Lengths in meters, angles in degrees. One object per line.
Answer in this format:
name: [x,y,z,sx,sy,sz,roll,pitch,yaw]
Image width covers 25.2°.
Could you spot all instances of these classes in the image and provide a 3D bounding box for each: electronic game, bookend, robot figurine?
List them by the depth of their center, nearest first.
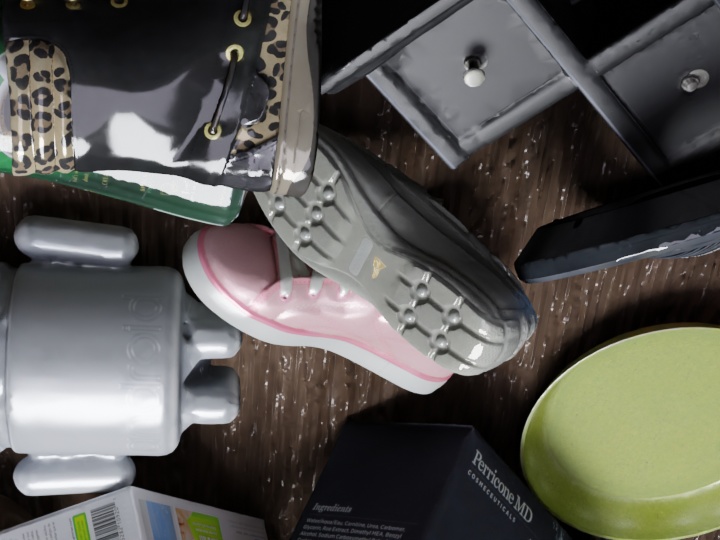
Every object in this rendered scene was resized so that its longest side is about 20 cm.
bookend: [0.111,-0.112,0.851,0.200,0.092,0.199,-31,125,22]
electronic game: [0.180,-0.028,0.877,0.199,0.200,0.042,-17,91,11]
robot figurine: [-0.170,0.052,0.956,0.199,0.113,0.171,1,99,-5]

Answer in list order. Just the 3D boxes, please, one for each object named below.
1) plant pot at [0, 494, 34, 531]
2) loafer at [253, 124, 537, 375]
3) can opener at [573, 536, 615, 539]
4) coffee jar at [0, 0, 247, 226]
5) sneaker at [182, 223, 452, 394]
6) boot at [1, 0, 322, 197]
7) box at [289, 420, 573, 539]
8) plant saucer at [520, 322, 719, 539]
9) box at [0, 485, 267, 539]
plant pot: [-0.285,0.245,1.077,0.174,0.200,0.200,-34,125,3]
loafer: [0.014,-0.020,0.893,0.200,0.070,0.070,45,123,18]
can opener: [0.211,0.255,1.199,0.067,0.053,0.200,-2,139,42]
coffee jar: [-0.152,-0.093,0.851,0.199,0.085,0.105,11,115,-10]
sneaker: [0.000,0.000,0.948,0.200,0.076,0.105,24,129,-30]
boot: [-0.096,-0.135,0.776,0.150,0.073,0.201,-1,94,-8]
box: [0.044,0.234,1.048,0.117,0.200,0.197,-4,139,42]
plant saucer: [0.204,0.104,1.075,0.199,0.031,0.201,-1,129,-2]
box: [-0.133,0.218,1.042,0.101,0.113,0.200,-21,160,15]
